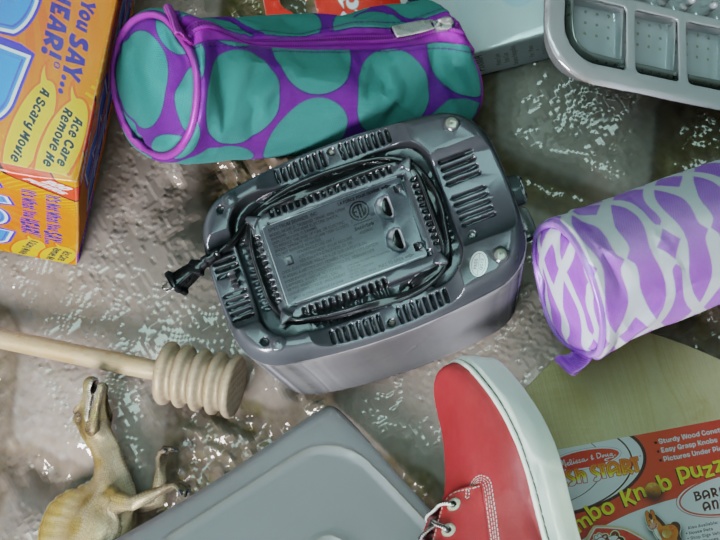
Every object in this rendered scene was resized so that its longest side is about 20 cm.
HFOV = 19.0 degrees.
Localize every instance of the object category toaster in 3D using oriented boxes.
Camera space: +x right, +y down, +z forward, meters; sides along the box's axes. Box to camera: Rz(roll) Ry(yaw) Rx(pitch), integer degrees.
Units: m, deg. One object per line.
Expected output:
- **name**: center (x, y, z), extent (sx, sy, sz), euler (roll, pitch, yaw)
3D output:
- **toaster**: center (0.000, 0.000, 1.185), extent (0.200, 0.129, 0.114), euler (-21, 72, 2)

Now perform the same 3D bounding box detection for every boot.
- **boot**: center (0.036, 0.143, 1.101), extent (0.144, 0.072, 0.200), euler (-10, 66, -16)

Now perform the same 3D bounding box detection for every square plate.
- **square plate**: center (-0.018, 0.177, 1.136), extent (0.198, 0.028, 0.200), euler (-30, 64, -35)

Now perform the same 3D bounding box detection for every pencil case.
- **pencil case**: center (-0.032, -0.106, 1.168), extent (0.200, 0.092, 0.085), euler (-8, 56, -36)
- **pencil case**: center (0.191, -0.015, 1.161), extent (0.199, 0.086, 0.084), euler (-16, 29, -16)

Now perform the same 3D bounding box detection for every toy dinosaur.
- **toy dinosaur**: center (-0.144, 0.165, 1.213), extent (0.101, 0.058, 0.201), euler (6, 75, 27)

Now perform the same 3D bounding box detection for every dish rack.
- **dish rack**: center (0.176, -0.185, 1.225), extent (0.171, 0.044, 0.201), euler (9, 74, -20)

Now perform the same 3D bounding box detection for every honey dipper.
- **honey dipper**: center (-0.165, 0.050, 1.249), extent (0.199, 0.038, 0.038), euler (9, 77, 14)

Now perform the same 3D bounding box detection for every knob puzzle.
- **knob puzzle**: center (0.156, 0.123, 1.176), extent (0.219, 0.030, 0.220), euler (-1, 64, 1)

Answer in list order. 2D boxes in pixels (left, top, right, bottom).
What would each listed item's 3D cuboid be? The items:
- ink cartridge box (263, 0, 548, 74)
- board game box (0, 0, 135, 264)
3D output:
- **ink cartridge box**: center (0.036, -0.191, 1.274), extent (0.199, 0.047, 0.161), euler (-14, 74, 3)
- **board game box**: center (-0.235, -0.137, 1.201), extent (0.199, 0.200, 0.200), euler (12, 76, -5)
